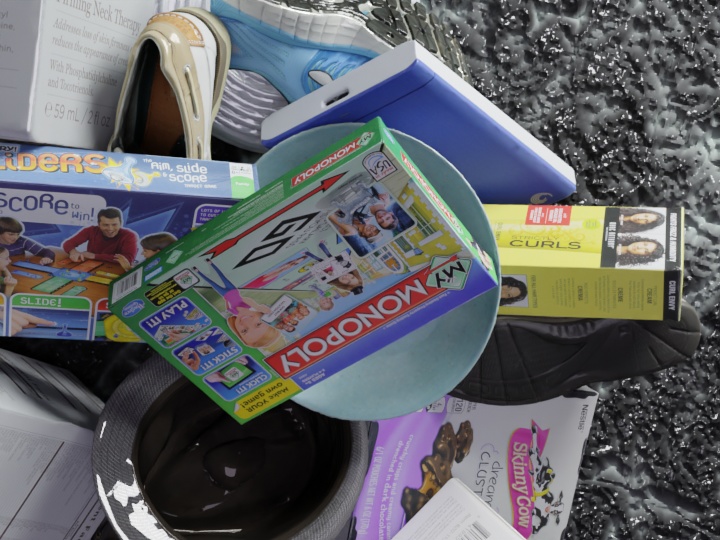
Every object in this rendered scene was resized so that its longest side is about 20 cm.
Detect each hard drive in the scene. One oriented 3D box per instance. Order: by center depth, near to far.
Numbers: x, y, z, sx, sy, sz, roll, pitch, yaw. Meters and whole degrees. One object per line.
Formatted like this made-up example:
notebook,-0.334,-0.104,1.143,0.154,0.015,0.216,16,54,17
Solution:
hard drive,0.046,-0.080,0.828,0.132,0.025,0.200,-23,146,32

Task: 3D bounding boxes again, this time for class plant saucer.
plant saucer,0.000,0.000,0.790,0.201,0.039,0.201,3,100,18

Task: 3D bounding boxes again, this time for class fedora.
fedora,-0.094,0.136,0.825,0.200,0.090,0.177,-36,84,-28

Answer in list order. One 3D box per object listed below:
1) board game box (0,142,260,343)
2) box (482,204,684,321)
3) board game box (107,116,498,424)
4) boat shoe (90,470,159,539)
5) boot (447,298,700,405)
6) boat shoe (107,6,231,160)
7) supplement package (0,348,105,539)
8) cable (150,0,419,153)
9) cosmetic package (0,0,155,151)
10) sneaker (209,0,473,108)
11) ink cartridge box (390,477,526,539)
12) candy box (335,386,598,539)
board game box,-0.172,-0.013,0.725,0.200,0.034,0.135,4,134,-15
box,0.123,-0.008,0.819,0.200,0.075,0.050,2,130,16
board game box,-0.035,0.008,0.720,0.200,0.029,0.135,-30,126,17
boat shoe,-0.183,0.222,0.907,0.073,0.065,0.200,-1,123,-14
boot,0.141,0.027,0.885,0.200,0.151,0.073,-12,116,7
boat shoe,-0.134,-0.069,0.763,0.075,0.068,0.200,14,113,17
supplement package,-0.260,0.119,0.790,0.114,0.110,0.200,-55,148,1
cable,-0.056,-0.181,0.853,0.200,0.069,0.200,-34,105,1
cosmetic package,-0.237,-0.184,0.746,0.166,0.167,0.200,8,95,11
sneaker,-0.014,-0.147,0.805,0.200,0.078,0.090,18,132,-18
ink cartridge box,0.082,0.258,0.797,0.147,0.200,0.083,-44,122,-7
candy box,0.072,0.158,0.919,0.200,0.072,0.168,5,102,-26
